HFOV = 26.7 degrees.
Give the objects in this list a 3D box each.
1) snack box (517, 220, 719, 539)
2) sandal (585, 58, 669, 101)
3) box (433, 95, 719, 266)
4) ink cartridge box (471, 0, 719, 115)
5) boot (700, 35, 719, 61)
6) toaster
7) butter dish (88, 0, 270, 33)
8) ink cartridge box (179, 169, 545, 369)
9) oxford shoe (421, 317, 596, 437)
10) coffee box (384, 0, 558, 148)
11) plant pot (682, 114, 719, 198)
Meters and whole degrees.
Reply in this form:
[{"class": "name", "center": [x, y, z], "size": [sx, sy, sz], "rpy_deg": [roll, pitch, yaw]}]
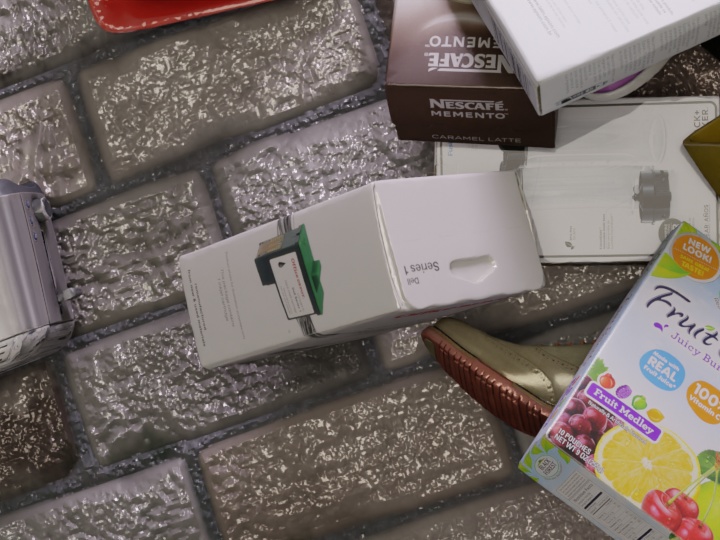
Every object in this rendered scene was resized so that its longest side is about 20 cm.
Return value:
[{"class": "snack box", "center": [0.209, 0.084, 0.956], "size": [0.142, 0.053, 0.200], "rpy_deg": [37, 58, 5]}, {"class": "sandal", "center": [0.202, -0.208, 1.051], "size": [0.082, 0.050, 0.203], "rpy_deg": [28, 76, 39]}, {"class": "box", "center": [0.152, -0.061, 1.072], "size": [0.198, 0.060, 0.118], "rpy_deg": [-2, 89, 8]}, {"class": "ink cartridge box", "center": [0.159, -0.218, 0.969], "size": [0.199, 0.041, 0.200], "rpy_deg": [-24, 60, -2]}, {"class": "boot", "center": [0.306, -0.201, 0.991], "size": [0.073, 0.200, 0.151], "rpy_deg": [37, 89, -11]}, {"class": "toaster", "center": [-0.307, 0.022, 1.115], "size": [0.199, 0.114, 0.130], "rpy_deg": [-20, 88, 6]}, {"class": "butter dish", "center": [-0.131, -0.291, 1.076], "size": [0.198, 0.148, 0.202], "rpy_deg": [-11, 87, 8]}, {"class": "ink cartridge box", "center": [0.000, 0.000, 1.007], "size": [0.199, 0.146, 0.085], "rpy_deg": [-19, 83, 44]}, {"class": "oxford shoe", "center": [0.135, 0.077, 1.026], "size": [0.199, 0.071, 0.074], "rpy_deg": [29, 75, 16]}, {"class": "coffee box", "center": [0.085, -0.193, 1.042], "size": [0.113, 0.080, 0.201], "rpy_deg": [2, 67, 9]}, {"class": "plant pot", "center": [0.363, -0.052, 0.963], "size": [0.199, 0.200, 0.177], "rpy_deg": [-32, 103, -11]}]
